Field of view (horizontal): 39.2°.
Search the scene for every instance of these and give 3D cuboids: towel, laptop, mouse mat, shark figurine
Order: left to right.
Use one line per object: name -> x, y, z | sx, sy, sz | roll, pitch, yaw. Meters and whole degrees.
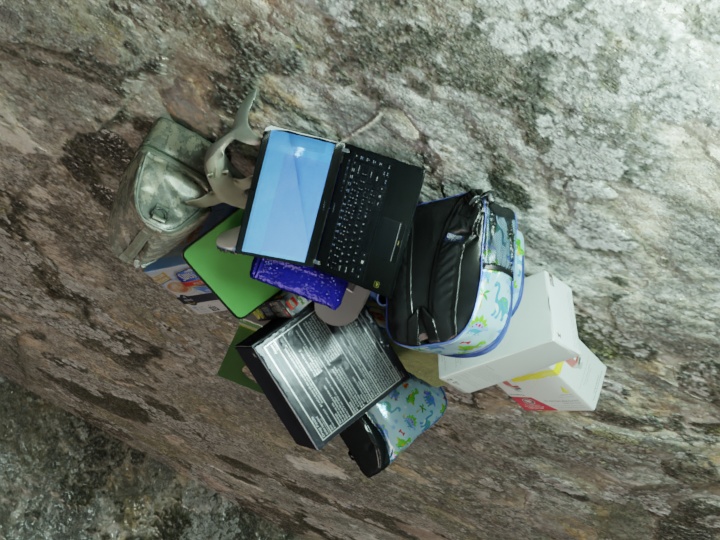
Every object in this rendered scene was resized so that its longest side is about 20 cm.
shark figurine -> -0.189, -0.162, 1.413 | 0.126, 0.090, 0.215 | -5, 151, -5
mouse mat -> -0.153, -0.031, 1.544 | 0.161, 0.199, 0.008 | 52, -176, -32
towel -> -0.069, -0.059, 1.415 | 0.146, 0.202, 0.050 | 19, -166, 9
laptop -> -0.041, -0.077, 1.328 | 0.198, 0.179, 0.103 | 22, -167, 28
towel -> 0.118, 0.144, 1.728 | 0.199, 0.037, 0.148 | 29, 150, -27

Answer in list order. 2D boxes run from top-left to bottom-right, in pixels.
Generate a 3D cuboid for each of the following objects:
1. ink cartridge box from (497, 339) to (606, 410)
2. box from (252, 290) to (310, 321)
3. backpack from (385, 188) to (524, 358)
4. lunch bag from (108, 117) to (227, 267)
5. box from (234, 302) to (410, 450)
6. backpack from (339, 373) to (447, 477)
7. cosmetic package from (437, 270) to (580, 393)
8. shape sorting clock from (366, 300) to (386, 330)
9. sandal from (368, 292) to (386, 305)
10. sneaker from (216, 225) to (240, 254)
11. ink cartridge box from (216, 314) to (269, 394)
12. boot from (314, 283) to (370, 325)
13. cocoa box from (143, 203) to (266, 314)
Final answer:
ink cartridge box -> 0.271, 0.138, 1.596 | 0.144, 0.084, 0.200 | -7, 140, 47
box -> -0.109, 0.033, 1.641 | 0.035, 0.110, 0.200 | 53, 160, -9
backpack -> 0.130, 0.015, 1.358 | 0.182, 0.203, 0.146 | -8, 159, 45
lunch bag -> -0.303, -0.105, 1.530 | 0.139, 0.169, 0.200 | 32, 153, -15
box -> -0.064, 0.149, 1.640 | 0.201, 0.198, 0.123 | 58, 158, -8
backpack -> 0.063, 0.255, 1.860 | 0.153, 0.199, 0.164 | -31, 88, 45
cosmetic package -> 0.209, 0.091, 1.461 | 0.199, 0.114, 0.081 | -21, 145, 34
shape sorting clock -> 0.045, 0.107, 1.775 | 0.198, 0.040, 0.201 | 19, 153, 10
sandal -> 0.041, 0.016, 1.563 | 0.079, 0.088, 0.200 | 29, 155, -16
sneaker -> -0.118, -0.071, 1.485 | 0.197, 0.072, 0.073 | -14, 110, 0
ink cartridge box -> -0.150, 0.111, 1.762 | 0.144, 0.202, 0.048 | 20, 156, 8
boot -> 0.000, 0.000, 1.521 | 0.073, 0.096, 0.200 | 35, 138, -3
cocoa box -> -0.234, -0.024, 1.659 | 0.199, 0.134, 0.131 | -9, 140, 47
